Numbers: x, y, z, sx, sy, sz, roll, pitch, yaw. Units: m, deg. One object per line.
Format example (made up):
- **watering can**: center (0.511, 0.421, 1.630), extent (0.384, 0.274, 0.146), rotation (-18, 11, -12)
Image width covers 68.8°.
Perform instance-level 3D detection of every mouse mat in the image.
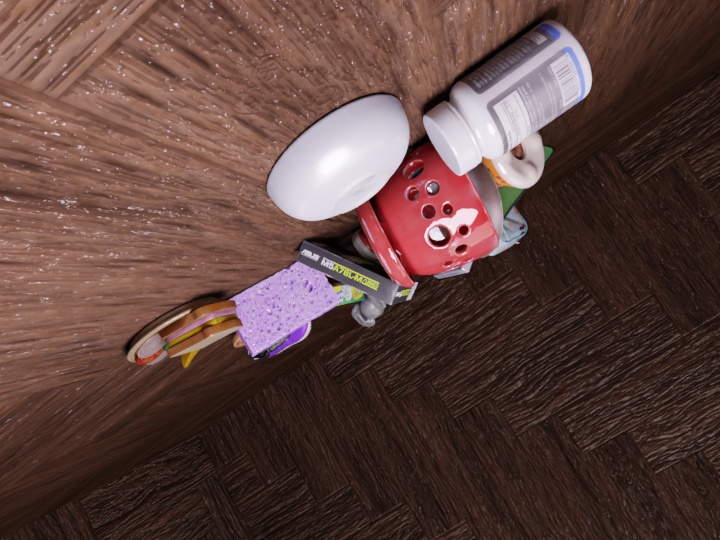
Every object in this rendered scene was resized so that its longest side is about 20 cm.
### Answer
- **mouse mat**: center (0.264, -0.177, 1.028), extent (0.201, 0.160, 0.008), rotation (-51, 129, -4)

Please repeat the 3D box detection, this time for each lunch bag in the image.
- **lunch bag**: center (0.335, -0.142, 1.359), extent (0.159, 0.202, 0.077), rotation (-22, 165, -45)

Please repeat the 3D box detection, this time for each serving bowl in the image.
- **serving bowl**: center (-0.015, -0.122, 0.651), extent (0.199, 0.066, 0.200), rotation (-34, 170, -6)

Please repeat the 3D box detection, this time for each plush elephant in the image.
- **plush elephant**: center (0.032, 0.062, 1.485), extent (0.198, 0.156, 0.165), rotation (-28, 170, -32)

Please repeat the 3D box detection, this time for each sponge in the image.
- **sponge**: center (-0.148, 0.063, 0.999), extent (0.198, 0.112, 0.030), rotation (-30, 172, -23)

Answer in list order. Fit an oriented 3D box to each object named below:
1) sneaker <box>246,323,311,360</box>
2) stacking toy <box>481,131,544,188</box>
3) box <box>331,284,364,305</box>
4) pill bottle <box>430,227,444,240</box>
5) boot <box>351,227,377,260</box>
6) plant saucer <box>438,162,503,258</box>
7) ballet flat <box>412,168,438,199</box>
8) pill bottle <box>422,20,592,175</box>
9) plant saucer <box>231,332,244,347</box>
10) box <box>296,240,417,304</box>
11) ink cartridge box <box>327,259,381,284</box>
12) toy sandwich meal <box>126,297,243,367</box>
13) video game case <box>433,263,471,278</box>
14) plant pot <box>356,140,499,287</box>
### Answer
- **sneaker**: center (-0.196, 0.157, 1.219), extent (0.200, 0.070, 0.099), rotation (-41, 166, 36)
- **stacking toy**: center (0.233, -0.203, 1.001), extent (0.145, 0.148, 0.199), rotation (-27, -175, -34)
- **box**: center (-0.093, 0.055, 1.150), extent (0.116, 0.049, 0.199), rotation (-2, -178, 38)
- **pill bottle**: center (0.169, -0.083, 1.194), extent (0.112, 0.113, 0.201), rotation (-36, -162, 17)
- **boot**: center (0.069, -0.096, 1.087), extent (0.144, 0.073, 0.200), rotation (-39, 177, 26)
- **plant saucer**: center (0.189, -0.117, 0.988), extent (0.032, 0.203, 0.200), rotation (-18, 166, -22)
- **ballet flat**: center (0.104, -0.138, 0.979), extent (0.199, 0.074, 0.073), rotation (-40, 169, 31)
- **pill bottle**: center (0.189, -0.222, 0.698), extent (0.199, 0.115, 0.114), rotation (-34, 171, 4)
- **plant saucer**: center (-0.219, 0.111, 1.240), extent (0.199, 0.038, 0.200), rotation (-34, 171, -6)
- **box**: center (0.001, 0.003, 0.993), extent (0.048, 0.191, 0.200), rotation (-65, 165, 6)
- **ink cartridge box**: center (0.000, 0.000, 1.204), extent (0.160, 0.058, 0.199), rotation (-2, 179, 35)
- **toy sandwich meal**: center (-0.291, 0.115, 0.890), extent (0.204, 0.071, 0.205), rotation (-33, 171, -6)
- **video game case**: center (0.237, -0.084, 1.217), extent (0.182, 0.022, 0.203), rotation (156, -45, -77)
- **plant pot**: center (0.100, -0.085, 0.847), extent (0.181, 0.203, 0.200), rotation (-28, 172, 7)
